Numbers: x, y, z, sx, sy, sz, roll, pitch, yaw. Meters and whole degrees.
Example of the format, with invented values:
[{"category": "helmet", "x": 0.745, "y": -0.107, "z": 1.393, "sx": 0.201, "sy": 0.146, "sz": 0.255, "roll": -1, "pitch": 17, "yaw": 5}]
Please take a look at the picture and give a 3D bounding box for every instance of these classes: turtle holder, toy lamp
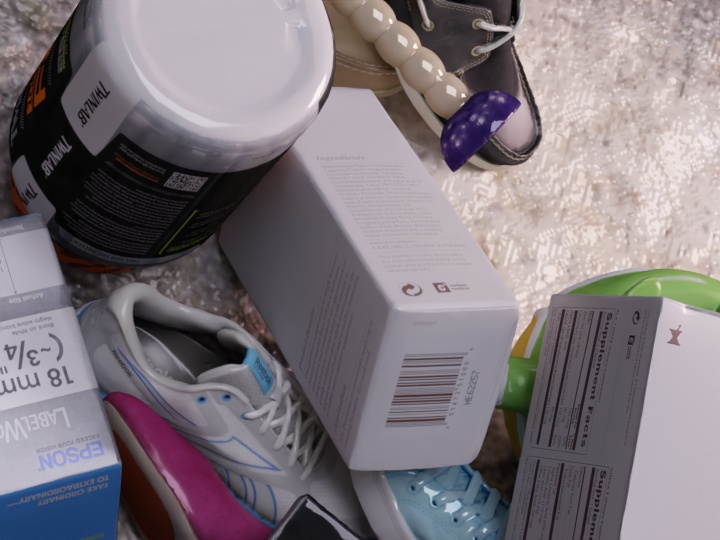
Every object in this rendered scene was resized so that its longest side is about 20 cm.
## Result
[{"category": "turtle holder", "x": 0.128, "y": 0.074, "z": 1.348, "sx": 0.185, "sy": 0.132, "sz": 0.141, "roll": -24, "pitch": 100, "yaw": -22}, {"category": "toy lamp", "x": -0.002, "y": -0.142, "z": 1.352, "sx": 0.200, "sy": 0.058, "sz": 0.058, "roll": 45, "pitch": 59, "yaw": -4}]

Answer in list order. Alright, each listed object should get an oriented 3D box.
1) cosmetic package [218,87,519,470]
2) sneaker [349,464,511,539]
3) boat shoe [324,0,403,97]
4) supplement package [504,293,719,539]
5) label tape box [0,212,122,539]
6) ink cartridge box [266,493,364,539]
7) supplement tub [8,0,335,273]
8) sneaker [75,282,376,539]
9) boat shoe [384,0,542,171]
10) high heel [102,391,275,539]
[{"category": "cosmetic package", "x": 0.000, "y": 0.000, "z": 1.291, "sx": 0.074, "sy": 0.102, "sz": 0.200, "roll": -1, "pitch": 36, "yaw": -24}, {"category": "sneaker", "x": 0.070, "y": 0.137, "z": 1.300, "sx": 0.200, "sy": 0.082, "sz": 0.074, "roll": 58, "pitch": 32, "yaw": -5}, {"category": "boat shoe", "x": -0.049, "y": -0.159, "z": 1.405, "sx": 0.199, "sy": 0.065, "sz": 0.072, "roll": 29, "pitch": 61, "yaw": -13}, {"category": "supplement package", "x": 0.187, "y": 0.107, "z": 1.242, "sx": 0.199, "sy": 0.111, "sz": 0.157, "roll": 13, "pitch": 85, "yaw": -23}, {"category": "label tape box", "x": -0.193, "y": 0.086, "z": 1.238, "sx": 0.144, "sy": 0.063, "sz": 0.201, "roll": -14, "pitch": 75, "yaw": -22}, {"category": "ink cartridge box", "x": -0.050, "y": 0.213, "z": 1.229, "sx": 0.095, "sy": 0.037, "sz": 0.200, "roll": 37, "pitch": 85, "yaw": -1}, {"category": "supplement tub", "x": -0.100, "y": -0.077, "z": 1.272, "sx": 0.122, "sy": 0.200, "sz": 0.123, "roll": 9, "pitch": 65, "yaw": -21}, {"category": "sneaker", "x": -0.056, "y": 0.072, "z": 1.299, "sx": 0.200, "sy": 0.087, "sz": 0.075, "roll": 30, "pitch": 59, "yaw": -12}, {"category": "boat shoe", "x": 0.055, "y": -0.136, "z": 1.404, "sx": 0.072, "sy": 0.067, "sz": 0.200, "roll": -51, "pitch": 127, "yaw": -36}, {"category": "high heel", "x": -0.047, "y": 0.127, "z": 1.292, "sx": 0.096, "sy": 0.067, "sz": 0.200, "roll": -37, "pitch": 100, "yaw": -27}]
